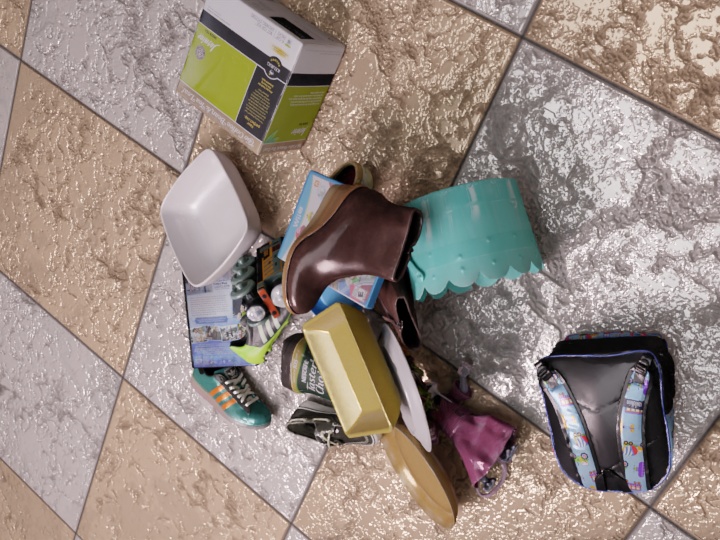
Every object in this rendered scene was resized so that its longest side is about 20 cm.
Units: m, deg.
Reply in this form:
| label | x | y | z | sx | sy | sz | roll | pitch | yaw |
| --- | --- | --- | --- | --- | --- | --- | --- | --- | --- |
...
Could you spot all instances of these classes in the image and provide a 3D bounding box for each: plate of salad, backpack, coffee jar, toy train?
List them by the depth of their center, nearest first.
| label | x | y | z | sx | sy | sz | roll | pitch | yaw |
| --- | --- | --- | --- | --- | --- | --- | --- | --- | --- |
| backpack | 0.352 | 0.198 | 1.063 | 0.181 | 0.134 | 0.203 | -8 | 97 | 31 |
| plate of salad | 0.077 | 0.172 | 1.145 | 0.047 | 0.200 | 0.203 | -18 | 94 | -8 |
| toy train | -0.155 | 0.015 | 1.281 | 0.113 | 0.200 | 0.086 | -28 | 114 | 5 |
| coffee jar | -0.048 | 0.177 | 1.325 | 0.198 | 0.085 | 0.106 | 12 | 110 | 28 |

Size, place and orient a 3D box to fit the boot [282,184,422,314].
| label | x | y | z | sx | sy | sz | roll | pitch | yaw |
| --- | --- | --- | --- | --- | --- | --- | --- | --- | --- |
| boot | -0.016 | -0.014 | 1.018 | 0.165 | 0.072 | 0.202 | 25 | 93 | 42 |

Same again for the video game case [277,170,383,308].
| label | x | y | z | sx | sy | sz | roll | pitch | yaw |
| --- | --- | --- | --- | --- | --- | --- | --- | --- | --- |
| video game case | -0.030 | -0.050 | 1.107 | 0.199 | 0.018 | 0.145 | 28 | 100 | 39 |

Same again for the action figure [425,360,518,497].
| label | x | y | z | sx | sy | sz | roll | pitch | yaw |
| --- | --- | --- | --- | --- | --- | --- | --- | --- | --- |
| action figure | 0.166 | 0.245 | 1.229 | 0.134 | 0.149 | 0.200 | -43 | 57 | -10 |

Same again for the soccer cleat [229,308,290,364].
| label | x | y | z | sx | sy | sz | roll | pitch | yaw |
| --- | --- | --- | --- | --- | --- | --- | --- | --- | --- |
| soccer cleat | -0.166 | 0.078 | 1.362 | 0.080 | 0.068 | 0.201 | 28 | 106 | -13 |

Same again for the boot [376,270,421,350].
| label | x | y | z | sx | sy | sz | roll | pitch | yaw |
| --- | --- | --- | --- | --- | --- | --- | --- | --- | --- |
| boot | 0.043 | -0.003 | 1.109 | 0.071 | 0.167 | 0.202 | -19 | 118 | -4 |

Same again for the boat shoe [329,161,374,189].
| label | x | y | z | sx | sy | sz | roll | pitch | yaw |
| --- | --- | --- | --- | --- | --- | --- | --- | --- | --- |
| boat shoe | -0.060 | -0.089 | 1.194 | 0.074 | 0.066 | 0.201 | 34 | 90 | 24 |

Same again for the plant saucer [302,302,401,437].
| label | x | y | z | sx | sy | sz | roll | pitch | yaw |
| --- | --- | --- | --- | --- | --- | --- | --- | --- | --- |
| plant saucer | -0.008 | 0.153 | 1.181 | 0.202 | 0.048 | 0.200 | 68 | 156 | 5 |

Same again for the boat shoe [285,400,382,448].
| label | x | y | z | sx | sy | sz | roll | pitch | yaw |
| --- | --- | --- | --- | --- | --- | --- | --- | --- | --- |
| boat shoe | -0.049 | 0.284 | 1.345 | 0.198 | 0.064 | 0.071 | 1 | 123 | 42 |

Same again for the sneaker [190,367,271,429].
| label | x | y | z | sx | sy | sz | roll | pitch | yaw |
| --- | --- | --- | --- | --- | --- | --- | --- | --- | --- |
| sneaker | -0.249 | 0.228 | 1.466 | 0.199 | 0.071 | 0.081 | 30 | 120 | 23 |

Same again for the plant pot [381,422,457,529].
| label | x | y | z | sx | sy | sz | roll | pitch | yaw |
| --- | --- | --- | --- | --- | --- | --- | --- | --- | --- |
| plant pot | 0.100 | 0.332 | 1.256 | 0.200 | 0.027 | 0.201 | 48 | 157 | 28 |

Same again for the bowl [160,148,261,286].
| label | x | y | z | sx | sy | sz | roll | pitch | yaw |
| --- | --- | --- | --- | --- | --- | --- | --- | --- | --- |
| bowl | -0.262 | -0.091 | 1.375 | 0.200 | 0.074 | 0.201 | -41 | 66 | 30 |

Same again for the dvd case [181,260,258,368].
| label | x | y | z | sx | sy | sz | roll | pitch | yaw |
| --- | --- | --- | --- | --- | --- | --- | --- | --- | --- |
| dvd case | -0.265 | 0.082 | 1.438 | 0.141 | 0.018 | 0.203 | -5 | 93 | 19 |

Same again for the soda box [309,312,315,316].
| label | x | y | z | sx | sy | sz | roll | pitch | yaw |
| --- | --- | --- | --- | --- | --- | --- | --- | --- | --- |
| soda box | -0.048 | -0.022 | 1.288 | 0.068 | 0.063 | 0.202 | 28 | 115 | 22 |

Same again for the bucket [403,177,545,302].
| label | x | y | z | sx | sy | sz | roll | pitch | yaw |
| --- | --- | --- | --- | --- | --- | --- | --- | --- | --- |
| bucket | 0.153 | -0.042 | 1.087 | 0.205 | 0.206 | 0.137 | -17 | 83 | 32 |

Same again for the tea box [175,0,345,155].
| label | x | y | z | sx | sy | sz | roll | pitch | yaw |
| --- | --- | --- | --- | --- | --- | --- | --- | --- | --- |
| tea box | -0.166 | -0.328 | 1.241 | 0.199 | 0.133 | 0.198 | 38 | 118 | 17 |

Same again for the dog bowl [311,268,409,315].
| label | x | y | z | sx | sy | sz | roll | pitch | yaw |
| --- | --- | --- | --- | --- | --- | --- | --- | --- | --- |
| dog bowl | 0.000 | 0.000 | 1.228 | 0.199 | 0.050 | 0.112 | -34 | 115 | 10 |
